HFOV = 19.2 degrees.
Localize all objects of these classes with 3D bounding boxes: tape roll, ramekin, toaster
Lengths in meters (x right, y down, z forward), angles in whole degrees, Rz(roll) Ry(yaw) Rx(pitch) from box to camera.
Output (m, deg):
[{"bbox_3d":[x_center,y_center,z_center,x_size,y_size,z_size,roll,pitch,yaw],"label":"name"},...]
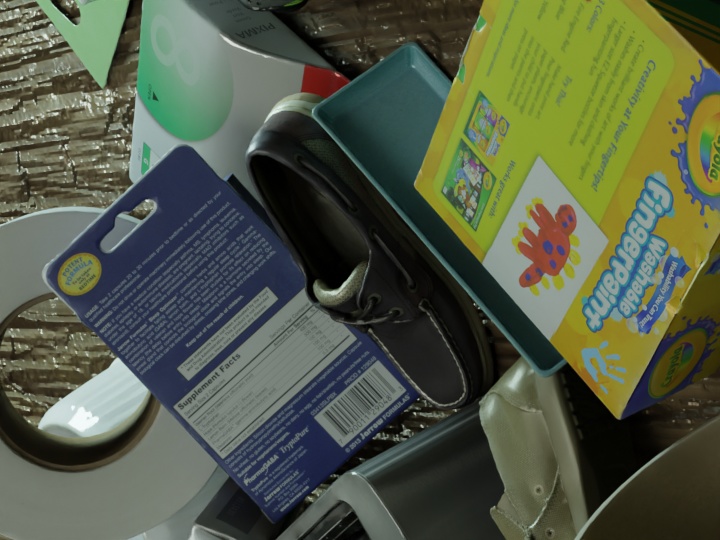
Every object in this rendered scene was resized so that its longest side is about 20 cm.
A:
[{"bbox_3d":[-0.175,0.061,1.309,0.139,0.202,0.203,-162,51,-84],"label":"tape roll"},{"bbox_3d":[-0.149,0.161,1.475,0.202,0.094,0.203,32,134,41],"label":"ramekin"},{"bbox_3d":[0.057,0.186,1.179,0.181,0.118,0.200,58,146,11],"label":"toaster"}]

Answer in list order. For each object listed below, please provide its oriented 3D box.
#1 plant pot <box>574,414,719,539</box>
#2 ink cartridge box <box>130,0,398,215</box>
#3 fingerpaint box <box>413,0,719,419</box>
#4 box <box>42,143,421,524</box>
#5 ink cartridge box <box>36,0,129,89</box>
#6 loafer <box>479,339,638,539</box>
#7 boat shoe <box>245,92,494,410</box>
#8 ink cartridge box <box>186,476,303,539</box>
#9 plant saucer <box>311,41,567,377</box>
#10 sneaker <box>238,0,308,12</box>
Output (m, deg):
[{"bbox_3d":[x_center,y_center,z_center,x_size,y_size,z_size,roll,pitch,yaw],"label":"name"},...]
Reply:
[{"bbox_3d":[0.217,0.170,0.913,0.200,0.187,0.187,57,148,-9],"label":"plant pot"},{"bbox_3d":[-0.059,-0.066,1.243,0.200,0.050,0.161,45,142,33],"label":"ink cartridge box"},{"bbox_3d":[0.124,-0.060,0.979,0.167,0.073,0.200,50,143,26],"label":"fingerpaint box"},{"bbox_3d":[-0.073,0.033,1.222,0.200,0.121,0.032,47,-169,-8],"label":"box"},{"bbox_3d":[-0.197,-0.224,1.358,0.146,0.048,0.200,52,142,20],"label":"ink cartridge box"},{"bbox_3d":[0.111,0.135,1.085,0.067,0.076,0.201,-23,69,40],"label":"loafer"},{"bbox_3d":[0.000,0.000,1.164,0.072,0.065,0.200,-18,109,43],"label":"boat shoe"},{"bbox_3d":[-0.097,0.212,1.320,0.050,0.161,0.200,26,111,5],"label":"ink cartridge box"},{"bbox_3d":[0.059,-0.032,1.098,0.200,0.070,0.019,50,168,24],"label":"plant saucer"},{"bbox_3d":[-0.032,-0.180,1.143,0.199,0.071,0.083,15,135,51],"label":"sneaker"}]
